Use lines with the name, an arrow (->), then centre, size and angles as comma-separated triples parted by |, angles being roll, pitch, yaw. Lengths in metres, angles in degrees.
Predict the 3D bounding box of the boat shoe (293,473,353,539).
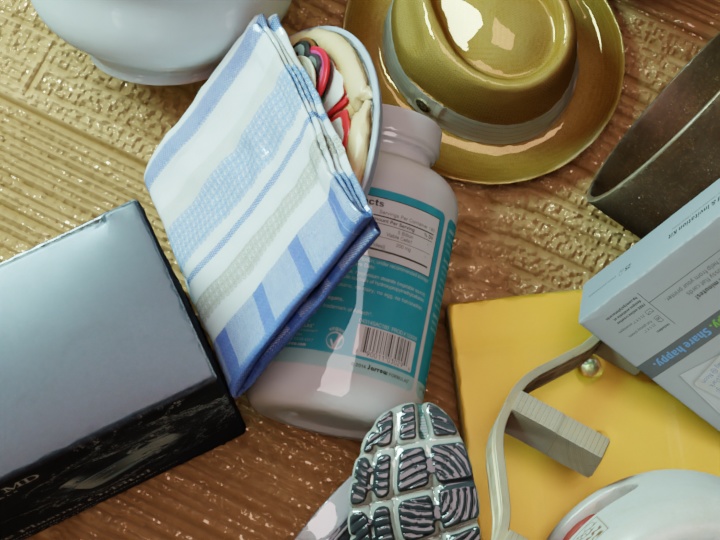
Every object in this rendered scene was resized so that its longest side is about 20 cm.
boat shoe -> -0.029, 0.212, 0.980 | 0.068, 0.072, 0.201 | 33, 81, 11

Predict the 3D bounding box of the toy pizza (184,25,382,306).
toy pizza -> -0.060, -0.062, 1.003 | 0.032, 0.200, 0.202 | 22, 73, -35

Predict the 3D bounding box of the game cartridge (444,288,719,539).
game cartridge -> 0.151, 0.111, 1.028 | 0.175, 0.032, 0.202 | -6, 78, -1

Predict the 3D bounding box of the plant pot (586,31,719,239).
plant pot -> 0.276, -0.045, 1.004 | 0.200, 0.187, 0.187 | 43, 79, -4

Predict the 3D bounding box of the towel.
towel -> -0.066, -0.044, 0.957 | 0.147, 0.024, 0.201 | -50, 44, 24

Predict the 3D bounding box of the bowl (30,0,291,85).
bowl -> -0.130, -0.181, 1.054 | 0.199, 0.091, 0.202 | 3, 30, -2

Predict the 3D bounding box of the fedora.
fedora -> 0.082, -0.158, 1.069 | 0.199, 0.082, 0.202 | 0, 75, 0

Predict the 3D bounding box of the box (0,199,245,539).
box -> -0.184, 0.074, 0.952 | 0.196, 0.200, 0.118 | -25, 76, -5

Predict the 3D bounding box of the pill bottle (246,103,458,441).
pill bottle -> 0.000, 0.000, 1.015 | 0.110, 0.111, 0.201 | 11, 75, 3

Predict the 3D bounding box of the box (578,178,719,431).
box -> 0.254, 0.037, 0.952 | 0.200, 0.156, 0.041 | 36, 40, -16

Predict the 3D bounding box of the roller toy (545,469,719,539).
roller toy -> 0.186, 0.213, 0.922 | 0.198, 0.140, 0.184 | -1, 92, -1

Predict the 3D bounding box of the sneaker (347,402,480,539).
sneaker -> 0.035, 0.175, 0.959 | 0.077, 0.080, 0.202 | -6, 98, 0

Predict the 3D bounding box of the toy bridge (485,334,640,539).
toy bridge -> 0.115, 0.096, 0.962 | 0.067, 0.027, 0.200 | 27, 52, 6
